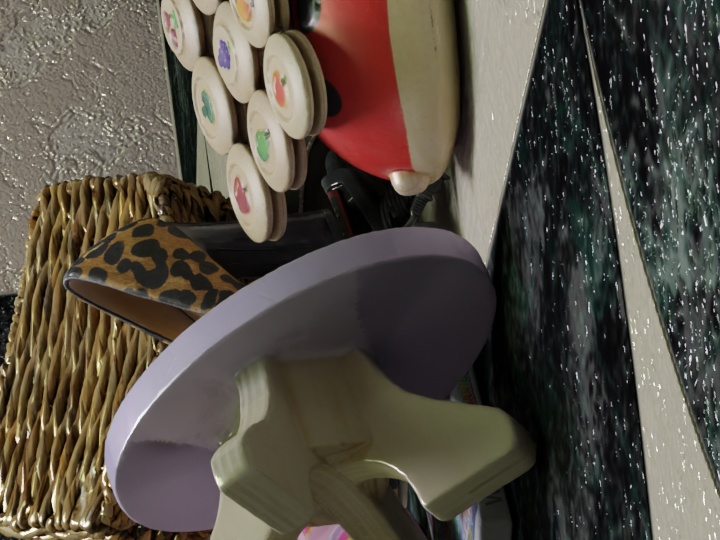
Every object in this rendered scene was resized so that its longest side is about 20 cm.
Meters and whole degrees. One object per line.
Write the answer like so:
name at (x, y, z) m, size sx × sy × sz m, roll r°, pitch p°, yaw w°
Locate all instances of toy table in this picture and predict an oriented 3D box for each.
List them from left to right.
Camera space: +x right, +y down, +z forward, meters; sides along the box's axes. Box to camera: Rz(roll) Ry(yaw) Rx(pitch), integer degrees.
toy table at (-0.016, 0.084, 1.319) m, size 0.200 × 0.184 × 0.117 m, roll -43°, pitch 45°, yaw 23°

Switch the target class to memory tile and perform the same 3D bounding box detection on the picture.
memory tile at (-0.068, -0.126, 1.437) m, size 0.153 × 0.017 × 0.201 m, roll 116°, pitch 136°, yaw -60°

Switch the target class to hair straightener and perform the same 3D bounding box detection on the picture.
hair straightener at (0.025, -0.025, 1.466) m, size 0.077 × 0.041 × 0.200 m, roll -51°, pitch 30°, yaw 24°

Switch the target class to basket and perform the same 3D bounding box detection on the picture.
basket at (-0.096, 0.060, 1.600) m, size 0.142 × 0.149 × 0.201 m, roll -5°, pitch 69°, yaw 46°

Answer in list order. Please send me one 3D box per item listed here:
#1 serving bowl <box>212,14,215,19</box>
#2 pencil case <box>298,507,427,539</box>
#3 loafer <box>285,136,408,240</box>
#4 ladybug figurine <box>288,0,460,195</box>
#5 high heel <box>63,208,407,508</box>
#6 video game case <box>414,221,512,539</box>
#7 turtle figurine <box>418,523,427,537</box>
serving bowl at (-0.028, -0.197, 1.543) m, size 0.200 × 0.066 × 0.201 m, roll 5°, pitch -90°, yaw -81°
pencil case at (0.002, 0.166, 1.430) m, size 0.200 × 0.087 × 0.088 m, roll -116°, pitch 20°, yaw -55°
loafer at (0.000, 0.000, 1.571) m, size 0.071 × 0.073 × 0.201 m, roll 133°, pitch 141°, yaw -55°
ladybug figurine at (0.001, -0.131, 1.412) m, size 0.136 × 0.072 × 0.201 m, roll 102°, pitch 161°, yaw -69°
high heel at (-0.060, 0.054, 1.453) m, size 0.072 × 0.142 × 0.200 m, roll 101°, pitch 156°, yaw -47°
video game case at (0.046, 0.095, 1.474) m, size 0.200 × 0.018 × 0.144 m, roll -103°, pitch 10°, yaw -45°
turtle figurine at (0.006, 0.152, 1.674) m, size 0.162 × 0.064 × 0.200 m, roll 64°, pitch 152°, yaw 26°
